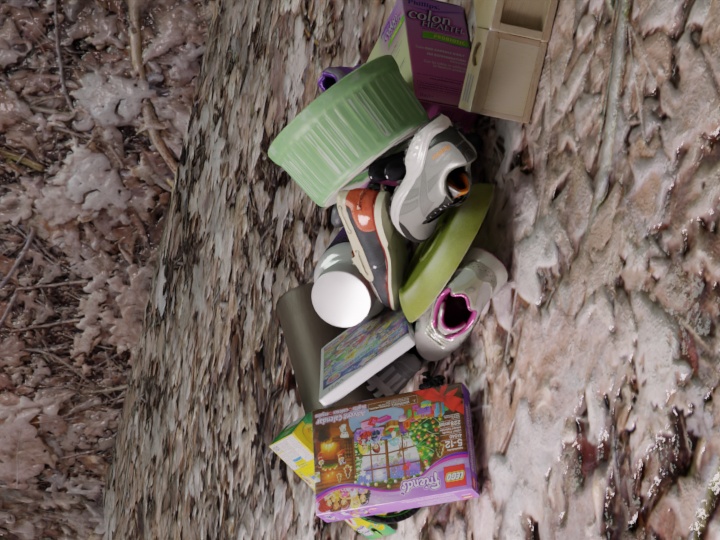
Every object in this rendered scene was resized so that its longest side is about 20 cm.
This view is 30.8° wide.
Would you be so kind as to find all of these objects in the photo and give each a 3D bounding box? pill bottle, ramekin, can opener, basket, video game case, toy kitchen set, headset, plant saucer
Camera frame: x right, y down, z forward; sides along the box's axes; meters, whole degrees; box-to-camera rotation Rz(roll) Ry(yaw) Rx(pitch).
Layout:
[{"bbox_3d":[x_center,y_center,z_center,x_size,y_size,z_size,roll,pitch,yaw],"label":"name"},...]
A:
[{"bbox_3d":[0.000,0.000,1.793,0.200,0.111,0.112,-56,-14,-63],"label":"pill bottle"},{"bbox_3d":[-0.009,-0.169,1.640,0.098,0.200,0.200,52,151,4],"label":"ramekin"},{"bbox_3d":[0.087,-0.138,1.629,0.063,0.200,0.079,-13,93,39],"label":"can opener"},{"bbox_3d":[-0.033,0.140,1.910,0.136,0.180,0.200,-25,60,23],"label":"basket"},{"bbox_3d":[0.007,0.100,1.722,0.143,0.018,0.200,-36,13,9],"label":"video game case"},{"bbox_3d":[-0.003,-0.118,1.839,0.200,0.053,0.067,-70,-11,-69],"label":"can opener"},{"bbox_3d":[0.117,-0.297,1.607,0.200,0.163,0.181,-138,58,-68],"label":"toy kitchen set"},{"bbox_3d":[0.051,0.225,1.666,0.200,0.123,0.094,-63,11,-23],"label":"headset"},{"bbox_3d":[0.100,-0.029,1.627,0.200,0.031,0.200,-58,6,9],"label":"plant saucer"}]

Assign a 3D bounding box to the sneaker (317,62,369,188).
[{"bbox_3d":[-0.022,-0.200,1.796,0.080,0.088,0.201,131,141,-56],"label":"sneaker"}]

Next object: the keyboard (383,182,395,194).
[{"bbox_3d":[0.052,-0.173,1.905,0.104,0.040,0.200,58,-160,-54],"label":"keyboard"}]

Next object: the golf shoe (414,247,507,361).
[{"bbox_3d":[0.105,0.056,1.593,0.092,0.075,0.200,-51,-8,-42],"label":"golf shoe"}]

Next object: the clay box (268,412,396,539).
[{"bbox_3d":[-0.029,0.291,1.831,0.048,0.200,0.115,-48,5,-26],"label":"clay box"}]

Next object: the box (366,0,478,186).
[{"bbox_3d":[0.077,-0.244,1.809,0.176,0.096,0.200,120,151,-49],"label":"box"}]

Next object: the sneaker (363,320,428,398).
[{"bbox_3d":[0.068,0.097,1.766,0.115,0.075,0.200,-43,16,19],"label":"sneaker"}]

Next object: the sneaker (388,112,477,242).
[{"bbox_3d":[0.088,-0.093,1.552,0.079,0.074,0.200,41,149,20],"label":"sneaker"}]

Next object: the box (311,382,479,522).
[{"bbox_3d":[0.040,0.222,1.594,0.039,0.200,0.137,49,-148,-58],"label":"box"}]

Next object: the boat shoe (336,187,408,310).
[{"bbox_3d":[0.017,-0.027,1.648,0.200,0.062,0.071,75,-153,-47],"label":"boat shoe"}]
